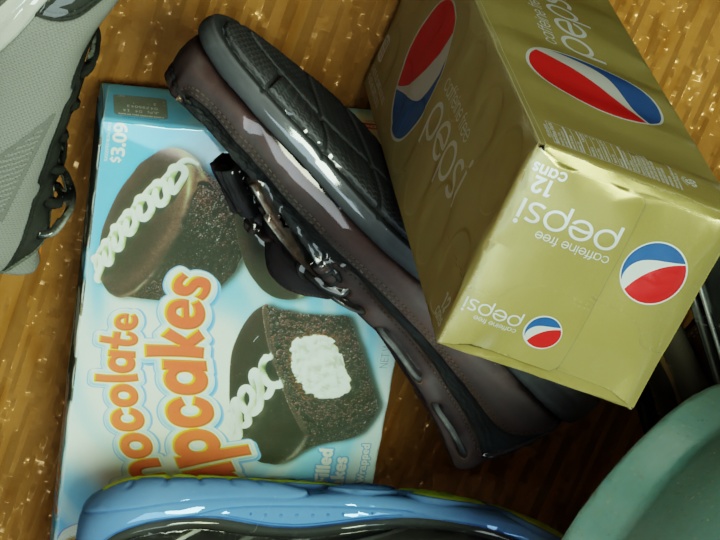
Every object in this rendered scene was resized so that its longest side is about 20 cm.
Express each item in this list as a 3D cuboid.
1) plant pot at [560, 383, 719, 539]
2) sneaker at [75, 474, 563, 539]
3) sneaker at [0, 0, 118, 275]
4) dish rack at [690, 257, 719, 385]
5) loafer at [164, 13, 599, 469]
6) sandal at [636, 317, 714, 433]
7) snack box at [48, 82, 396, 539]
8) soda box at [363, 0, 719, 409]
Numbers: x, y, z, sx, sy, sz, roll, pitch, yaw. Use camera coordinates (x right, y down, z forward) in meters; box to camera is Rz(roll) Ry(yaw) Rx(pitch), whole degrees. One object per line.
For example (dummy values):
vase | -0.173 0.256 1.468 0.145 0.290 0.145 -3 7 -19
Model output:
plant pot | 0.133 0.117 0.669 0.200 0.134 0.200 -38 149 -28
sneaker | -0.002 0.117 0.783 0.200 0.071 0.083 4 86 -10
sneaker | -0.120 -0.049 0.739 0.079 0.074 0.200 34 115 -18
dish rack | 0.220 0.011 0.759 0.200 0.055 0.153 -27 120 -10
loafer | 0.000 0.000 0.737 0.063 0.072 0.200 -39 120 15
sandal | 0.118 0.011 0.787 0.055 0.082 0.200 -16 118 3
snack box | -0.048 0.034 0.806 0.116 0.037 0.200 5 116 -10
soda box | 0.052 -0.040 0.688 0.064 0.200 0.068 20 113 -15
